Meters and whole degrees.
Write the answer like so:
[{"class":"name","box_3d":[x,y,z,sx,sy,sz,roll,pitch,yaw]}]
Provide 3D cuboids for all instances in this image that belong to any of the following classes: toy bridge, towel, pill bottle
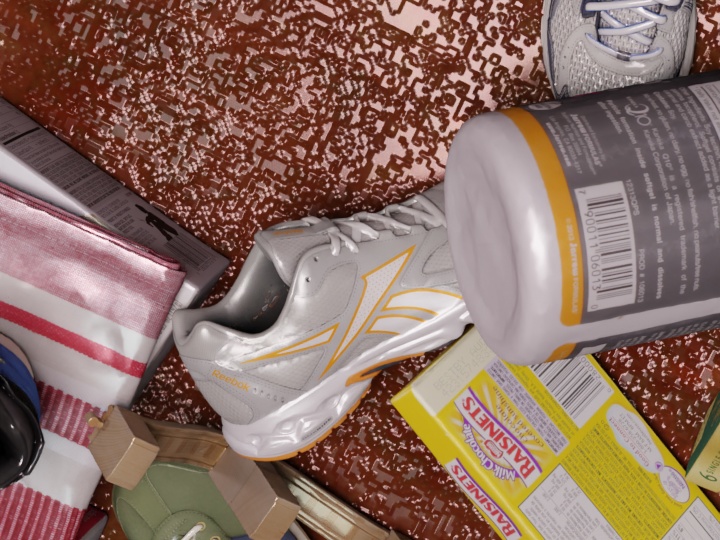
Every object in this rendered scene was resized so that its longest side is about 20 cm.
[{"class":"toy bridge","box_3d":[-0.053,0.106,1.264,0.200,0.067,0.027,28,103,-33]},{"class":"towel","box_3d":[-0.184,0.058,1.244,0.144,0.023,0.201,24,103,1]},{"class":"pill bottle","box_3d":[0.147,-0.029,1.186,0.199,0.116,0.117,-11,99,-16]}]

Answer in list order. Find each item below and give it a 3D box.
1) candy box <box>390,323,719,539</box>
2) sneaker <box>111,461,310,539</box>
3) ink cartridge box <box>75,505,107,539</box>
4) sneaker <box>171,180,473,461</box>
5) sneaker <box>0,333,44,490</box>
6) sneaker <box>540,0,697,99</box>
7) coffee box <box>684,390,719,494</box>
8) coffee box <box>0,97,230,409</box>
[{"class":"candy box","box_3d":[0.110,0.109,1.256,0.200,0.102,0.026,51,144,-2]},{"class":"sneaker","box_3d":[-0.053,0.164,1.275,0.200,0.090,0.067,43,103,11]},{"class":"ink cartridge box","box_3d":[-0.252,0.147,1.320,0.199,0.083,0.146,28,102,4]},{"class":"sneaker","box_3d":[0.000,0.000,1.232,0.200,0.076,0.092,-40,121,-5]},{"class":"sneaker","box_3d":[-0.231,0.040,1.147,0.199,0.111,0.077,26,99,-21]},{"class":"sneaker","box_3d":[0.125,-0.150,1.211,0.077,0.085,0.201,10,102,7]},{"class":"coffee box","box_3d":[0.259,0.100,1.218,0.199,0.123,0.044,23,66,3]},{"class":"coffee box","box_3d":[-0.181,-0.012,1.284,0.200,0.080,0.113,35,104,1]}]
